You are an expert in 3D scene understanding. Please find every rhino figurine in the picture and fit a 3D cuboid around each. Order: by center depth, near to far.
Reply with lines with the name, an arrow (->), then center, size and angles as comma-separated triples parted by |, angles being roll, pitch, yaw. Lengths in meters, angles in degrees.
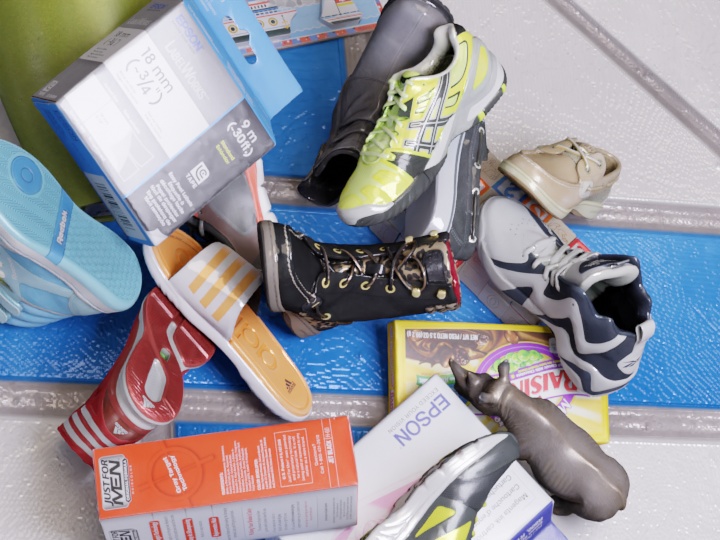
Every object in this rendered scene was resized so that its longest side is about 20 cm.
rhino figurine -> 0.147, 0.138, 1.657 | 0.200, 0.087, 0.060 | 43, 73, -9

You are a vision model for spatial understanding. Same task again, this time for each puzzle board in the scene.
puzzle board -> -0.085, -0.277, 1.865 | 0.198, 0.017, 0.152 | -14, 68, -24

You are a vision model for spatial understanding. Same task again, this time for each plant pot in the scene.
plant pot -> -0.223, -0.148, 1.671 | 0.185, 0.187, 0.202 | -8, 81, -22

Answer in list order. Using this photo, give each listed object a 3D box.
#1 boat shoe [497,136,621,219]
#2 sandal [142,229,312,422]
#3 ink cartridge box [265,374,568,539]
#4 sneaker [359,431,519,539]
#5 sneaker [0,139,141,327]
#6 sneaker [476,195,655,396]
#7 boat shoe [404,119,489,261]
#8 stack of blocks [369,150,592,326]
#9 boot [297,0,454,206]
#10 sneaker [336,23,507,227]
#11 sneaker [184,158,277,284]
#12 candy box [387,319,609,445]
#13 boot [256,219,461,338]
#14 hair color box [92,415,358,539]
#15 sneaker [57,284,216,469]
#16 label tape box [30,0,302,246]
boat shoe -> 0.182, -0.089, 1.760 | 0.072, 0.065, 0.200 | 43, 15, 21
sandal -> -0.094, 0.031, 1.639 | 0.207, 0.059, 0.079 | 49, 28, -11
ink cartridge box -> 0.057, 0.220, 1.614 | 0.196, 0.043, 0.200 | -41, 80, -21
sneaker -> 0.060, 0.211, 1.565 | 0.200, 0.074, 0.085 | -43, 88, -11
sneaker -> -0.282, -0.019, 1.578 | 0.200, 0.130, 0.080 | 46, 41, -34
sneaker -> 0.180, -0.002, 1.670 | 0.079, 0.130, 0.200 | -20, 71, -27
boat shoe -> 0.082, -0.098, 1.733 | 0.056, 0.069, 0.202 | 24, 59, -24
stack of blocks -> 0.100, -0.035, 1.773 | 0.200, 0.059, 0.115 | 45, 59, 8
boot -> 0.014, -0.142, 1.721 | 0.069, 0.200, 0.132 | 26, 54, -3
sneaker -> 0.038, -0.121, 1.654 | 0.201, 0.075, 0.077 | -53, 124, -20
sneaker -> -0.125, -0.076, 1.687 | 0.081, 0.077, 0.202 | -18, 90, -13
candy box -> 0.120, 0.098, 1.714 | 0.198, 0.026, 0.103 | 2, 81, -17
boot -> 0.000, 0.000, 1.615 | 0.149, 0.200, 0.074 | -8, 69, 8
hair color box -> -0.103, 0.169, 1.541 | 0.198, 0.102, 0.062 | -8, 65, -5
sneaker -> -0.190, 0.087, 1.603 | 0.079, 0.115, 0.200 | 50, 22, -9
label tape box -> -0.141, -0.140, 1.592 | 0.200, 0.063, 0.145 | -42, 114, -18
